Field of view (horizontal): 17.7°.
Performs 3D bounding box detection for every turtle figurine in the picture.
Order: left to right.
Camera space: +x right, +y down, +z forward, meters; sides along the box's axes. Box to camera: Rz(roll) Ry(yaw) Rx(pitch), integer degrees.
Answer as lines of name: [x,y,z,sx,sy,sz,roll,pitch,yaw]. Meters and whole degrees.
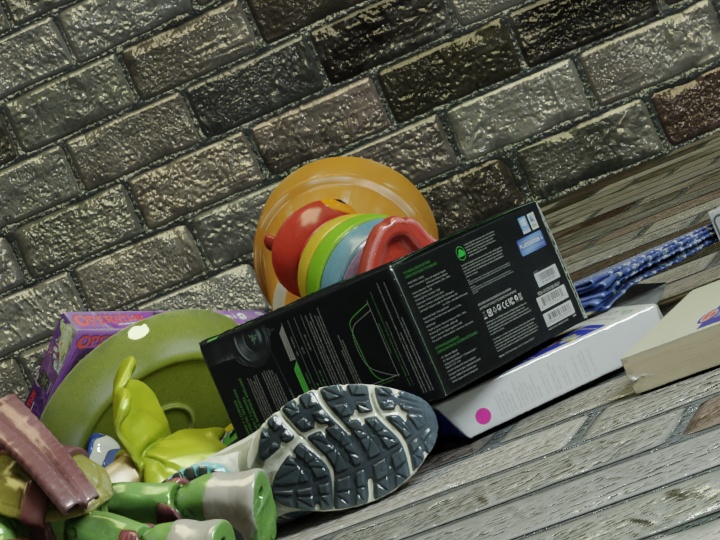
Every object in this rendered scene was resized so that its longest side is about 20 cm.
turtle figurine: [-0.151,0.176,1.329,0.193,0.201,0.144,-1,-13,19]

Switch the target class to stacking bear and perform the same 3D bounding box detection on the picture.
stacking bear: [0.000,0.000,1.790,0.121,0.114,0.200,13,7,-33]

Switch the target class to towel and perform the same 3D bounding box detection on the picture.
towel: [0.178,0.012,1.702,0.145,0.024,0.200,-24,-1,42]

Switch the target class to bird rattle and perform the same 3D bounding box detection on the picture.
bird rattle: [-0.177,0.172,1.599,0.200,0.113,0.163,-49,-13,-14]

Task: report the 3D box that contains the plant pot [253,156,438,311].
plant pot: [-0.021,0.003,2.447,0.200,0.201,0.183,-22,18,13]

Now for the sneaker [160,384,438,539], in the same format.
sneaker: [-0.042,0.121,1.467,0.200,0.078,0.086,-22,0,13]

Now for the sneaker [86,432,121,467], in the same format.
sneaker: [-0.260,0.190,1.748,0.200,0.088,0.075,-25,5,-9]

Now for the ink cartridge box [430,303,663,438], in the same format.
ink cartridge box: [0.103,0.075,1.549,0.200,0.037,0.095,-22,2,-13]

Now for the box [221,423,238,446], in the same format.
box: [-0.058,0.112,1.748,0.117,0.048,0.200,-39,-3,17]

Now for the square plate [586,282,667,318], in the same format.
square plate: [0.116,0.062,1.753,0.198,0.029,0.200,-23,3,-15]

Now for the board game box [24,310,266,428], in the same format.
board game box: [-0.168,0.086,1.827,0.200,0.032,0.120,1,-52,-43]

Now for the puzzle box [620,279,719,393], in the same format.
puzzle box: [0.250,0.023,1.464,0.133,0.025,0.200,-21,4,25]

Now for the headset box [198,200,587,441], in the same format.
headset box: [0.017,0.044,1.561,0.200,0.093,0.174,-23,1,41]

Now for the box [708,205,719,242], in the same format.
box: [0.366,-0.058,1.671,0.200,0.060,0.117,-21,3,36]

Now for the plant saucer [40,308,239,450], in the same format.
plant saucer: [-0.161,0.119,1.819,0.200,0.200,0.031,-25,48,-24]
